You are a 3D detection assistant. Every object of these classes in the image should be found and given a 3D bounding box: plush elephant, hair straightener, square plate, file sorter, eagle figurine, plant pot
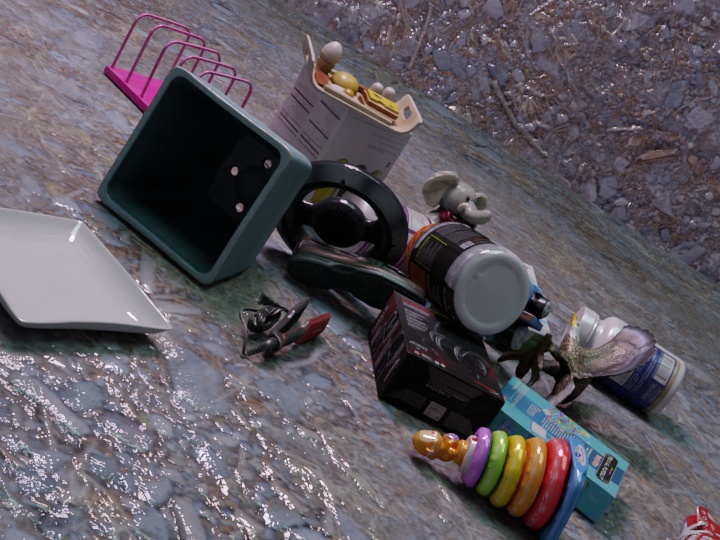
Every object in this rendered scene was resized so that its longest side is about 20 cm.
[{"bbox_3d":[0.167,-0.083,2.033,0.164,0.156,0.200,15,25,-44],"label":"plush elephant"},{"bbox_3d":[-0.104,0.064,1.392,0.077,0.041,0.200,36,22,11],"label":"hair straightener"},{"bbox_3d":[-0.317,0.003,1.182,0.198,0.029,0.199,45,21,30],"label":"square plate"},{"bbox_3d":[-0.293,-0.315,1.895,0.200,0.126,0.138,44,21,30],"label":"file sorter"},{"bbox_3d":[0.337,0.139,1.756,0.198,0.152,0.152,15,13,-27],"label":"eagle figurine"},{"bbox_3d":[-0.176,-0.118,1.493,0.196,0.197,0.200,37,12,14],"label":"plant pot"}]

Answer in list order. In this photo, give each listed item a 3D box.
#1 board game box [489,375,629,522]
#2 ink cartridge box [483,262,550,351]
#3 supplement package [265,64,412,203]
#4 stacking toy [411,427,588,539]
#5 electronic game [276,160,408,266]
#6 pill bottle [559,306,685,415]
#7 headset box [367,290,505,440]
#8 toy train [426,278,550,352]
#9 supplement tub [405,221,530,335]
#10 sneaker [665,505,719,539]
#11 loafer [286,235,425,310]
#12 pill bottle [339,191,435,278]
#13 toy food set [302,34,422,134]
[{"bbox_3d":[0.255,0.234,1.539,0.199,0.047,0.151,38,18,12],"label":"board game box"},{"bbox_3d":[0.240,0.030,1.905,0.103,0.059,0.202,20,46,-34],"label":"ink cartridge box"},{"bbox_3d":[-0.053,-0.191,1.864,0.151,0.201,0.151,13,26,-45],"label":"supplement package"},{"bbox_3d":[0.153,0.224,1.333,0.198,0.111,0.116,21,21,-2],"label":"stacking toy"},{"bbox_3d":[-0.029,-0.068,1.612,0.199,0.200,0.042,31,43,-6],"label":"electronic game"},{"bbox_3d":[0.446,0.150,1.983,0.199,0.112,0.111,33,18,0],"label":"pill bottle"},{"bbox_3d":[0.094,0.119,1.512,0.148,0.078,0.200,28,20,-15],"label":"headset box"},{"bbox_3d":[0.186,0.046,1.740,0.199,0.115,0.087,25,-2,25],"label":"toy train"},{"bbox_3d":[0.142,0.004,1.611,0.122,0.124,0.200,24,7,-25],"label":"supplement tub"},{"bbox_3d":[0.423,0.354,1.475,0.199,0.071,0.113,27,21,-44],"label":"sneaker"},{"bbox_3d":[0.000,0.000,1.592,0.198,0.072,0.063,18,51,-1],"label":"loafer"},{"bbox_3d":[0.055,-0.047,1.822,0.199,0.113,0.113,25,19,-26],"label":"pill bottle"},{"bbox_3d":[0.001,-0.291,1.786,0.198,0.061,0.144,26,20,-18],"label":"toy food set"}]
